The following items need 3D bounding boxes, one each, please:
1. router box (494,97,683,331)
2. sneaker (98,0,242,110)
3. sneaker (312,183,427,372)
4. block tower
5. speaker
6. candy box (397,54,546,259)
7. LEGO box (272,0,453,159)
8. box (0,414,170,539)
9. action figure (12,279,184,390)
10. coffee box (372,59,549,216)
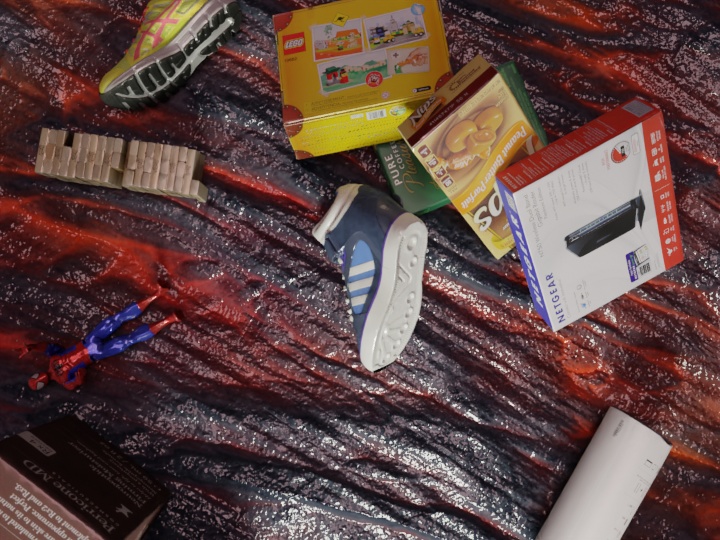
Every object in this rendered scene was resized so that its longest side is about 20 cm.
[{"bbox_3d":[0.259,-0.056,0.796,0.176,0.049,0.203,-28,124,-1],"label":"router box"},{"bbox_3d":[-0.240,-0.276,0.863,0.199,0.078,0.091,-41,79,-7],"label":"sneaker"},{"bbox_3d":[0.000,0.000,0.849,0.145,0.079,0.205,32,123,37],"label":"sneaker"},{"bbox_3d":[-0.281,-0.127,0.860,0.194,0.054,0.060,10,88,1],"label":"block tower"},{"bbox_3d":[0.271,0.264,0.817,0.080,0.081,0.203,30,88,2],"label":"speaker"},{"bbox_3d":[0.141,-0.117,0.785,0.115,0.056,0.200,-38,128,10],"label":"candy box"},{"bbox_3d":[0.005,-0.228,0.821,0.194,0.077,0.153,-9,68,5],"label":"LEGO box"},{"bbox_3d":[-0.335,0.284,0.768,0.164,0.200,0.166,36,88,2],"label":"box"},{"bbox_3d":[-0.312,0.085,0.832,0.197,0.099,0.066,-32,86,2],"label":"action figure"},{"bbox_3d":[0.116,-0.153,0.859,0.196,0.044,0.126,-24,86,-1],"label":"coffee box"}]
